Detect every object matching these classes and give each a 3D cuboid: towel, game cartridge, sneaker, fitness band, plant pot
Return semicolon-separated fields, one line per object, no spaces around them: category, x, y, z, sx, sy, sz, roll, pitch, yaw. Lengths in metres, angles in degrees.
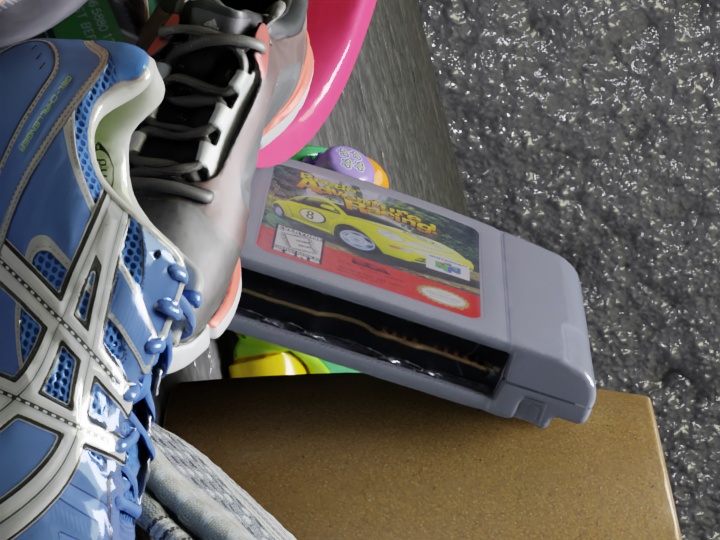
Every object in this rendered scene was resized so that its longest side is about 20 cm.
towel;-0.023;0.109;0.775;0.200;0.035;0.193;42;-5;19
game cartridge;0.000;0.000;0.949;0.133;0.200;0.041;-89;-162;-72
sneaker;-0.084;0.024;0.661;0.076;0.077;0.200;35;45;-82
fitness band;-0.020;-0.136;0.936;0.144;0.037;0.200;-42;151;-67
plant pot;0.036;0.117;0.971;0.186;0.200;0.187;-13;90;-83
sneaker;-0.064;-0.053;0.783;0.082;0.077;0.200;103;2;-46

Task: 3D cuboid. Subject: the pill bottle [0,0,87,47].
pill bottle;-0.106;-0.122;0.626;0.200;0.106;0.106;-82;158;-69

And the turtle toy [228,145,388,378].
turtle toy;-0.022;-0.004;1.115;0.200;0.101;0.146;4;74;-83

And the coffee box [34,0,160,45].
coffee box;-0.106;-0.148;0.919;0.200;0.044;0.123;-95;171;-45
